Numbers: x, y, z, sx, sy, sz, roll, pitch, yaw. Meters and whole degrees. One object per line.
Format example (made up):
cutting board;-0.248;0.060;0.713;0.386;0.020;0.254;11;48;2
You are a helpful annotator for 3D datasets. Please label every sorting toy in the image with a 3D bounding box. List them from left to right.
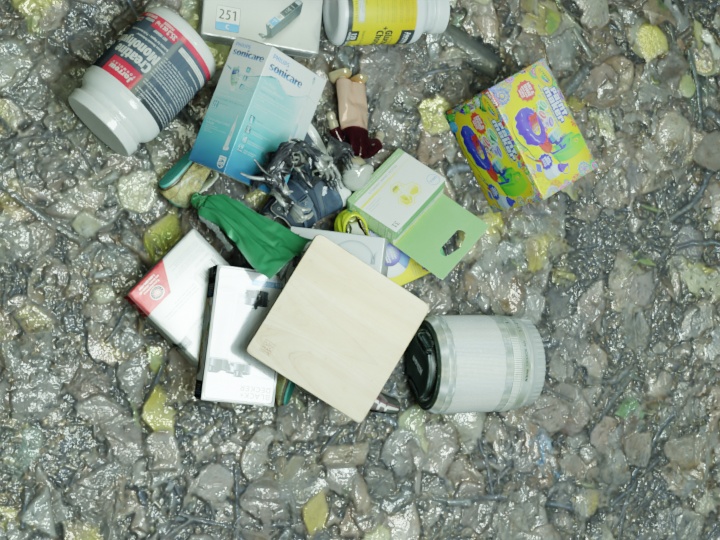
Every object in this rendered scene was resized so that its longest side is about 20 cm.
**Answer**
sorting toy;-0.036;0.084;1.459;0.199;0.070;0.200;33;85;-8

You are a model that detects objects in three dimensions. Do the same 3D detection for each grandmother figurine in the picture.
grandmother figurine;-0.010;-0.227;1.633;0.120;0.060;0.202;8;69;-28

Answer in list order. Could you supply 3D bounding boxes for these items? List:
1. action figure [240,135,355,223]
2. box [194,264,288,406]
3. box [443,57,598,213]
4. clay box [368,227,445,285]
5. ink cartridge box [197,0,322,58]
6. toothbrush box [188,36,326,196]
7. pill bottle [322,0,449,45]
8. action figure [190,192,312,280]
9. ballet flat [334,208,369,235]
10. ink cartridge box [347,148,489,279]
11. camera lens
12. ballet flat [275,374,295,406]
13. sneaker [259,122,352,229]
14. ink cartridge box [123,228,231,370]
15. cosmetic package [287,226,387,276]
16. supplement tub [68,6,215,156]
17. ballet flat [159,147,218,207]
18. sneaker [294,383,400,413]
action figure;-0.084;-0.143;1.488;0.102;0.119;0.199;51;36;14
box;-0.178;0.099;1.491;0.115;0.060;0.202;9;84;-19
box;0.267;-0.222;1.677;0.121;0.192;0.201;-30;95;-17
clay box;0.049;-0.030;1.668;0.198;0.048;0.116;-24;94;-17
ink cartridge box;-0.161;-0.453;1.629;0.198;0.045;0.178;5;86;-18
toothbrush box;-0.155;-0.231;1.515;0.146;0.085;0.202;19;94;-55
pill bottle;0.044;-0.435;1.659;0.198;0.112;0.113;-6;88;-18
action figure;-0.179;-0.062;1.500;0.199;0.055;0.118;34;42;16
ballet flat;0.000;0.000;1.591;0.066;0.067;0.202;-12;91;-19
ink cartridge box;0.097;-0.096;1.631;0.199;0.048;0.146;34;61;19
camera lens;0.185;0.154;1.642;0.198;0.160;0.162;1;86;-18
ballet flat;-0.111;0.117;1.603;0.070;0.071;0.202;25;80;-15
sneaker;-0.120;-0.160;1.606;0.146;0.077;0.203;-35;99;-20
ink cartridge box;-0.246;0.059;1.546;0.200;0.084;0.144;46;74;-10
cosmetic package;-0.045;0.041;1.535;0.149;0.052;0.202;6;89;8
supplement tub;-0.331;-0.288;1.511;0.140;0.140;0.200;43;75;-11
ballet flat;-0.238;-0.183;1.573;0.071;0.071;0.201;40;75;-12
sneaker;-0.006;0.161;1.610;0.199;0.075;0.117;21;76;-33
